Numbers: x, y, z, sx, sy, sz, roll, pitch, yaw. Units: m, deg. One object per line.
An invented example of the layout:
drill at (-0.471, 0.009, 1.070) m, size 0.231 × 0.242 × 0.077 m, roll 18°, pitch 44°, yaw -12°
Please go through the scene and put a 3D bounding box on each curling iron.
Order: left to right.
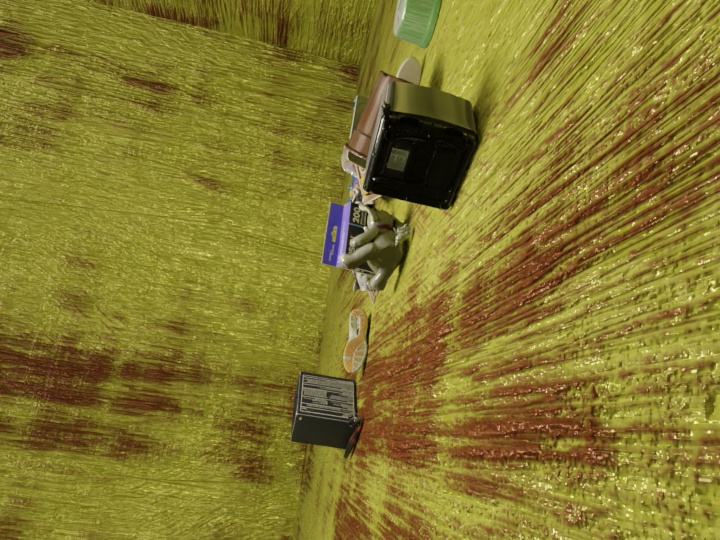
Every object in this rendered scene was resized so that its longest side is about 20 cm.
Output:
curling iron at (-0.025, 0.496, 1.660) m, size 0.050 × 0.025 × 0.204 m, roll 43°, pitch 138°, yaw 36°

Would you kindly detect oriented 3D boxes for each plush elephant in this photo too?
plush elephant at (0.042, -0.084, 1.422) m, size 0.200 × 0.163 × 0.157 m, roll -45°, pitch 38°, yaw 23°

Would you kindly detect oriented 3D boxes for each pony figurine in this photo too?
pony figurine at (0.013, -0.370, 2.099) m, size 0.199 × 0.163 × 0.199 m, roll -24°, pitch 57°, yaw 61°

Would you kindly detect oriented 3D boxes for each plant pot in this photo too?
plant pot at (0.082, -0.370, 1.382) m, size 0.201 × 0.195 × 0.203 m, roll -99°, pitch 28°, yaw -68°

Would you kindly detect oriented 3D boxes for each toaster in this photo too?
toaster at (0.105, -0.229, 1.007) m, size 0.202 × 0.176 × 0.121 m, roll 107°, pitch 171°, yaw -47°

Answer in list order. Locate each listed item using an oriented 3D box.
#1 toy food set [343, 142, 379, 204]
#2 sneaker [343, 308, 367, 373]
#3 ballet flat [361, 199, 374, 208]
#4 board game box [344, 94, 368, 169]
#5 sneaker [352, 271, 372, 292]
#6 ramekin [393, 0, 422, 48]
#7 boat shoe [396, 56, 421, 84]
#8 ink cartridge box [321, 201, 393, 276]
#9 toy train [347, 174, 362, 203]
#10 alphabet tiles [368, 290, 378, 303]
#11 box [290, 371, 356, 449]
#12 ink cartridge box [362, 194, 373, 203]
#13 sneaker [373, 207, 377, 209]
toy food set at (0.015, -0.311, 1.711) m, size 0.142 × 0.059 × 0.206 m, roll -21°, pitch 80°, yaw 51°
sneaker at (-0.007, 0.230, 1.773) m, size 0.088 × 0.073 × 0.206 m, roll 75°, pitch -156°, yaw -70°
ballet flat at (0.025, -0.197, 2.079) m, size 0.046 × 0.067 × 0.205 m, roll -23°, pitch 47°, yaw 42°
board game box at (0.049, -0.354, 1.546) m, size 0.026 × 0.197 × 0.206 m, roll -16°, pitch 59°, yaw 51°
sneaker at (0.000, 0.000, 1.689) m, size 0.199 × 0.073 × 0.119 m, roll 21°, pitch -112°, yaw -63°
ramekin at (0.158, -0.737, 1.551) m, size 0.200 × 0.095 × 0.206 m, roll -170°, pitch 90°, yaw -83°
boat shoe at (0.124, -0.535, 1.637) m, size 0.094 × 0.072 × 0.204 m, roll -102°, pitch 21°, yaw -51°
ink cartridge box at (-0.005, -0.093, 1.606) m, size 0.043 × 0.195 × 0.203 m, roll 136°, pitch 144°, yaw -61°
toy train at (-0.003, -0.354, 2.375) m, size 0.114 × 0.084 × 0.206 m, roll 156°, pitch 123°, yaw -74°
alphabet tiles at (0.049, 0.008, 1.797) m, size 0.200 × 0.006 × 0.171 m, roll -114°, pitch 34°, yaw -76°
box at (-0.117, 0.449, 1.788) m, size 0.200 × 0.194 × 0.126 m, roll -94°, pitch 16°, yaw -62°
ink cartridge box at (0.042, -0.336, 1.865) m, size 0.198 × 0.042 × 0.206 m, roll -57°, pitch -28°, yaw -75°
sneaker at (0.016, -0.118, 1.878) m, size 0.076 × 0.088 × 0.205 m, roll 116°, pitch 168°, yaw -77°
